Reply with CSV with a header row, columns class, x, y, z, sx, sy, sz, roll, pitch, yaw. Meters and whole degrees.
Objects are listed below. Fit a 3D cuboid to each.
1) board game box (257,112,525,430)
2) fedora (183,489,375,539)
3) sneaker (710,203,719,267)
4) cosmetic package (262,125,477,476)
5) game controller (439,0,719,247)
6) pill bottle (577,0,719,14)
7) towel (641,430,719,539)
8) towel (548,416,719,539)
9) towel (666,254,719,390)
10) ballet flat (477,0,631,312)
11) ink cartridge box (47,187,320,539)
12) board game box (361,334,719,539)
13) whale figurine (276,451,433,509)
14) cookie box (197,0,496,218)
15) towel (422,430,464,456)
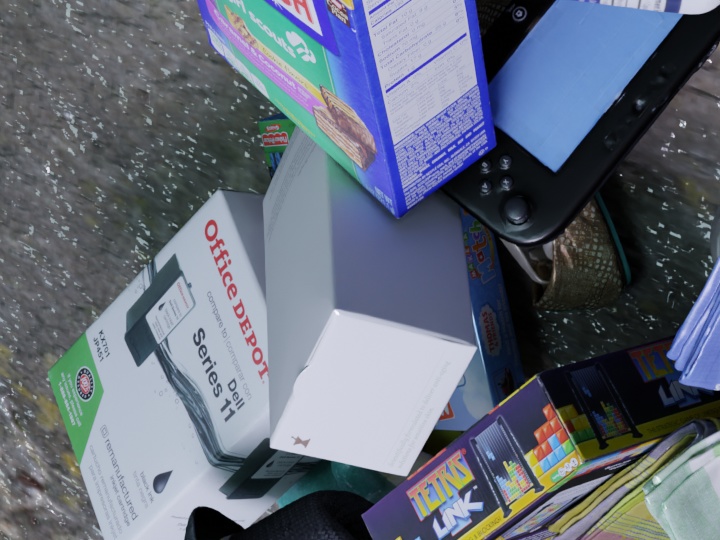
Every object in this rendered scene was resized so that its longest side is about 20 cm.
class,x,y,z,sx,sy,sz,roll,pitch,yaw
board game box,0.020,-0.003,1.441,0.151,0.037,0.200,-2,106,46
fedora,-0.007,0.191,1.334,0.092,0.201,0.201,-39,79,11
sneaker,0.245,-0.078,1.215,0.076,0.114,0.200,30,99,2
cosmetic package,0.000,0.000,1.294,0.200,0.085,0.108,-95,25,-46
game controller,0.118,-0.111,1.269,0.104,0.042,0.200,40,94,13
pill bottle,0.140,-0.192,1.188,0.199,0.120,0.120,7,115,5
towel,0.254,0.104,1.198,0.153,0.200,0.023,55,-176,-35
towel,0.218,0.134,1.266,0.144,0.200,0.023,-47,36,44
towel,0.263,0.006,1.170,0.024,0.200,0.145,-110,34,-48
ballet flat,0.092,-0.067,1.346,0.071,0.065,0.200,167,81,-79
ink cartridge box,-0.088,0.066,1.439,0.200,0.083,0.147,-45,54,33
board game box,0.124,0.099,1.300,0.165,0.200,0.057,-41,69,42
whale figurine,-0.006,0.159,1.475,0.200,0.104,0.159,29,157,22
cookie box,-0.020,-0.147,1.206,0.171,0.075,0.200,44,164,28
towel,0.041,0.019,1.469,0.086,0.018,0.200,26,123,37
